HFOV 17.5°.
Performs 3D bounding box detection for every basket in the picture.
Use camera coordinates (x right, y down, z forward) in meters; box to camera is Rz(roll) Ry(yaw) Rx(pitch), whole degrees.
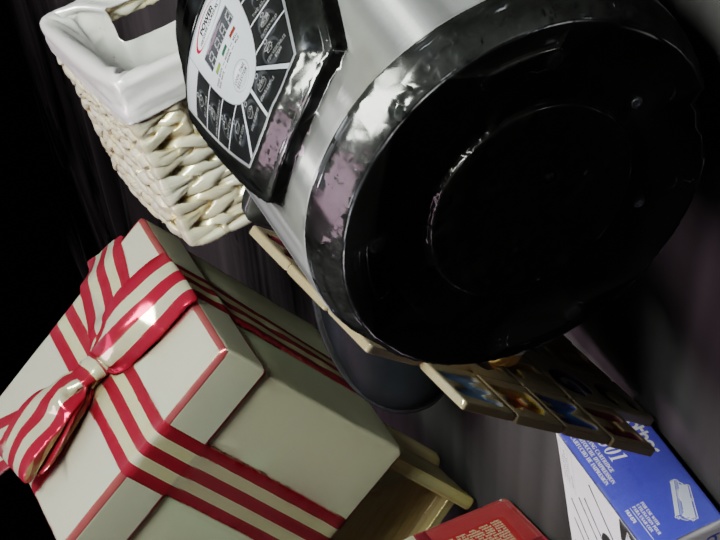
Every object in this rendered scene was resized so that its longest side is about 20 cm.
[{"bbox_3d":[-0.101,-0.112,1.461,0.200,0.135,0.124,40,153,64],"label":"basket"}]

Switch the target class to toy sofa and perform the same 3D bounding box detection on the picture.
[{"bbox_3d":[-0.026,0.192,1.536,0.083,0.200,0.098,31,-175,-36],"label":"toy sofa"}]

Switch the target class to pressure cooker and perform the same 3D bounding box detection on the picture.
[{"bbox_3d":[0.021,-0.081,0.933,0.200,0.175,0.179,56,174,42],"label":"pressure cooker"}]

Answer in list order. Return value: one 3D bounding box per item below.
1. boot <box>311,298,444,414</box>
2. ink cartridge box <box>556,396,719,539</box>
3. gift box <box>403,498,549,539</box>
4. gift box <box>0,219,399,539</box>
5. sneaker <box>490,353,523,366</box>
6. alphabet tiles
[{"bbox_3d":[0.000,0.000,1.296,0.168,0.076,0.201,-80,-25,-80],"label":"boot"},{"bbox_3d":[0.146,0.167,1.161,0.094,0.044,0.201,-125,16,-45],"label":"ink cartridge box"},{"bbox_3d":[0.066,0.278,1.373,0.200,0.184,0.187,-126,18,-64],"label":"gift box"},{"bbox_3d":[-0.122,0.094,1.479,0.186,0.185,0.200,32,-172,-38],"label":"gift box"},{"bbox_3d":[0.069,-0.024,1.106,0.075,0.088,0.200,26,-166,-11],"label":"sneaker"},{"bbox_3d":[0.045,0.027,1.075,0.200,0.006,0.166,17,-160,-44],"label":"alphabet tiles"}]
